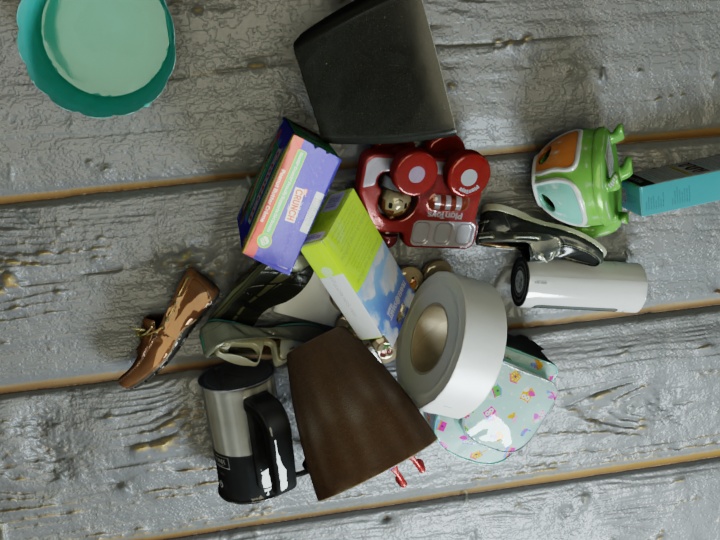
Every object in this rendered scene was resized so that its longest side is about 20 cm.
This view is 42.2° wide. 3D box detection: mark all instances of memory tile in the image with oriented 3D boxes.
[{"bbox_3d":[0.055,0.068,1.429,0.199,0.017,0.154,-12,111,-15],"label":"memory tile"}]

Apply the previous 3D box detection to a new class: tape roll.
[{"bbox_3d":[0.127,0.106,1.347,0.070,0.202,0.204,15,103,-24],"label":"tape roll"}]

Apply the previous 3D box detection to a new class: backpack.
[{"bbox_3d":[0.195,0.201,1.444,0.175,0.153,0.201,21,108,-21],"label":"backpack"}]

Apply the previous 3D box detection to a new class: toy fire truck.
[{"bbox_3d":[0.087,-0.108,1.346,0.199,0.112,0.169,0,115,-21],"label":"toy fire truck"}]

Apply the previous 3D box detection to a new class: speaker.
[{"bbox_3d":[0.340,0.021,1.452,0.199,0.081,0.082,3,106,-12],"label":"speaker"}]

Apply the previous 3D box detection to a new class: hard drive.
[{"bbox_3d":[-0.041,-0.019,1.398,0.131,0.026,0.201,15,103,-14],"label":"hard drive"}]

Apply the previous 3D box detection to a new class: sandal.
[{"bbox_3d":[-0.154,0.025,1.365,0.201,0.058,0.080,-36,134,22],"label":"sandal"}]

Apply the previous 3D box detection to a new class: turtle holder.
[{"bbox_3d":[0.332,-0.130,1.388,0.131,0.185,0.142,-3,75,25],"label":"turtle holder"}]

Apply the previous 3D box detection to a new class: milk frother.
[{"bbox_3d":[-0.122,0.230,1.415,0.200,0.180,0.189,-27,117,-48],"label":"milk frother"}]

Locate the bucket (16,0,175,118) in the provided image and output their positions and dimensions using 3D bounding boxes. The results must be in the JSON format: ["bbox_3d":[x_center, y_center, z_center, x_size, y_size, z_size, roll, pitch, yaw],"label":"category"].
[{"bbox_3d":[-0.335,-0.303,1.204,0.206,0.135,0.209,-3,106,-10],"label":"bucket"}]

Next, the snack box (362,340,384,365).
[{"bbox_3d":[0.025,0.198,1.450,0.072,0.024,0.201,-29,123,0],"label":"snack box"}]

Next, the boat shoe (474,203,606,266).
[{"bbox_3d":[0.271,-0.038,1.409,0.199,0.072,0.068,18,71,-1],"label":"boat shoe"}]

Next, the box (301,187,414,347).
[{"bbox_3d":[0.000,0.000,1.311,0.047,0.122,0.200,-11,125,33],"label":"box"}]

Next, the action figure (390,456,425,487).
[{"bbox_3d":[0.029,0.246,1.437,0.065,0.052,0.200,-33,119,-1],"label":"action figure"}]

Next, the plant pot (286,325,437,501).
[{"bbox_3d":[-0.020,0.187,1.302,0.186,0.187,0.201,-27,83,-1],"label":"plant pot"}]

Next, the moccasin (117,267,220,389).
[{"bbox_3d":[-0.290,0.086,1.360,0.078,0.074,0.202,37,100,-9],"label":"moccasin"}]

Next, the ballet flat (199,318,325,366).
[{"bbox_3d":[-0.141,0.113,1.378,0.199,0.064,0.067,6,145,-27],"label":"ballet flat"}]

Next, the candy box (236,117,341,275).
[{"bbox_3d":[-0.102,-0.107,1.270,0.077,0.200,0.170,23,101,-16],"label":"candy box"}]

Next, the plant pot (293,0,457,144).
[{"bbox_3d":[0.016,-0.270,1.258,0.176,0.200,0.201,-16,109,7],"label":"plant pot"}]

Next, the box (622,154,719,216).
[{"bbox_3d":[0.505,-0.133,1.435,0.199,0.082,0.049,-12,108,-6],"label":"box"}]
